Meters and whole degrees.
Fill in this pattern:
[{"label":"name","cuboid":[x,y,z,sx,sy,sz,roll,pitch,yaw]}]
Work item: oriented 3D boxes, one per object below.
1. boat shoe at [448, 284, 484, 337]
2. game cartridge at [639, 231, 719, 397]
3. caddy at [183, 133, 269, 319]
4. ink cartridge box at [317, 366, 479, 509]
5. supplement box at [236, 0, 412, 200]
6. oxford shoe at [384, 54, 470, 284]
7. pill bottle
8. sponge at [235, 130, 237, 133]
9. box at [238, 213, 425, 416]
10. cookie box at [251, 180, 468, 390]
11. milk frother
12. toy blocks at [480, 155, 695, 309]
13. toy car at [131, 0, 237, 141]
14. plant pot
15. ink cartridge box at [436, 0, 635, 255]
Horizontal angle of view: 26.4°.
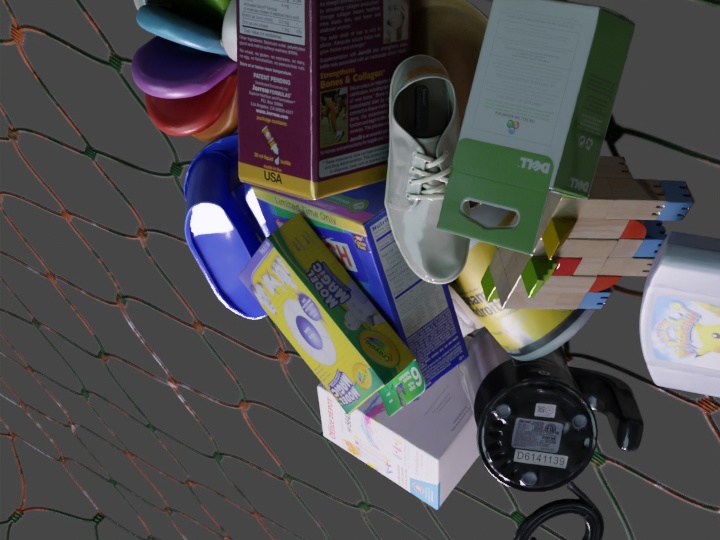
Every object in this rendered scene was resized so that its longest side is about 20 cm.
[{"label":"boat shoe","cuboid":[0.048,-0.012,1.528,0.068,0.075,0.200,-30,102,28]},{"label":"game cartridge","cuboid":[0.316,0.047,1.368,0.133,0.041,0.200,13,144,19]},{"label":"caddy","cuboid":[-0.101,-0.048,1.588,0.141,0.105,0.201,-16,126,12]},{"label":"ink cartridge box","cuboid":[0.045,0.163,1.835,0.199,0.125,0.129,30,151,21]},{"label":"supplement box","cuboid":[-0.032,-0.177,1.348,0.103,0.131,0.201,17,114,41]},{"label":"oxford shoe","cuboid":[0.058,-0.085,1.327,0.058,0.075,0.201,-124,28,-78]},{"label":"pill bottle","cuboid":[0.130,-0.019,1.472,0.200,0.112,0.112,49,152,-13]},{"label":"sponge","cuboid":[-0.145,-0.148,1.680,0.200,0.030,0.112,40,-178,2]},{"label":"box","cuboid":[-0.026,0.054,1.438,0.200,0.048,0.117,49,154,3]},{"label":"cookie box","cuboid":[0.000,0.000,1.467,0.171,0.075,0.201,21,139,47]},{"label":"milk frother","cuboid":[0.175,0.181,1.560,0.180,0.201,0.188,25,-166,-8]},{"label":"toy blocks","cuboid":[0.205,-0.031,1.352,0.200,0.136,0.100,113,151,-47]},{"label":"toy car","cuboid":[-0.162,-0.213,1.530,0.175,0.150,0.200,27,150,28]},{"label":"plant pot","cuboid":[0.072,-0.151,1.368,0.199,0.027,0.201,15,113,40]},{"label":"ink cartridge box","cuboid":[0.140,-0.116,1.236,0.104,0.201,0.059,18,-175,39]}]
